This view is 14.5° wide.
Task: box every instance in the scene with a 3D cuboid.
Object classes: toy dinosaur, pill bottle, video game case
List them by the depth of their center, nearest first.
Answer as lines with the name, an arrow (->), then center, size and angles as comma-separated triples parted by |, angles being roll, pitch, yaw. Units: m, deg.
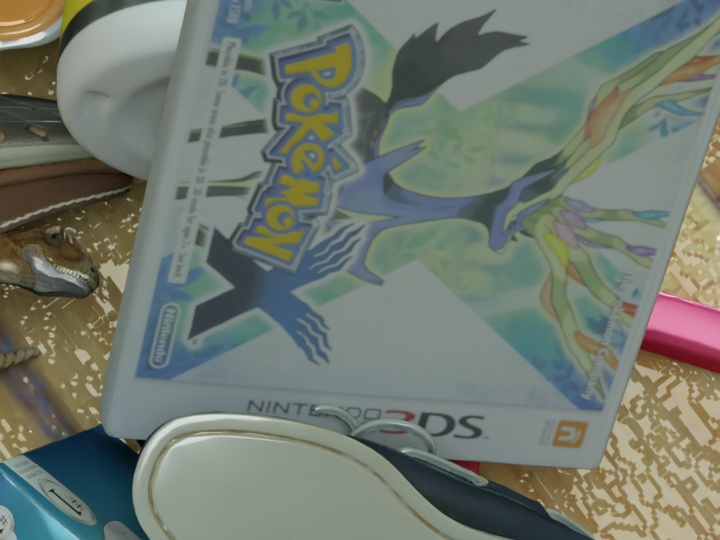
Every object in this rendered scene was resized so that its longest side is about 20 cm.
video game case -> 0.020, -0.022, 0.932 | 0.181, 0.022, 0.201 | 5, 123, -16
toy dinosaur -> -0.189, -0.004, 0.961 | 0.199, 0.060, 0.107 | 18, 60, -28
pill bottle -> -0.045, -0.138, 0.987 | 0.110, 0.111, 0.201 | 3, 63, -2

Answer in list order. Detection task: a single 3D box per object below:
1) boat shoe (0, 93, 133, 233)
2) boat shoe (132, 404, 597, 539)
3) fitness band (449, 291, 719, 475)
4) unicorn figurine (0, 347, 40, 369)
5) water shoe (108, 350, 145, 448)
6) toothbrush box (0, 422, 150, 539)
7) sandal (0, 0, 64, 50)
boat shoe -> -0.179, -0.017, 1.026 | 0.199, 0.076, 0.072 | -10, 111, -13
boat shoe -> 0.013, 0.091, 0.947 | 0.199, 0.062, 0.075 | 17, 101, -18
fitness band -> 0.122, 0.086, 1.031 | 0.199, 0.037, 0.145 | 18, 77, 0
unicorn figurine -> -0.221, 0.081, 0.997 | 0.198, 0.074, 0.138 | 7, 83, -4
water shoe -> 0.000, 0.000, 0.999 | 0.200, 0.079, 0.072 | -44, 46, -1
toothbrush box -> -0.053, 0.151, 0.947 | 0.200, 0.146, 0.085 | 38, 97, 4
sandal -> -0.143, -0.174, 1.024 | 0.079, 0.059, 0.208 | -7, 62, -2
